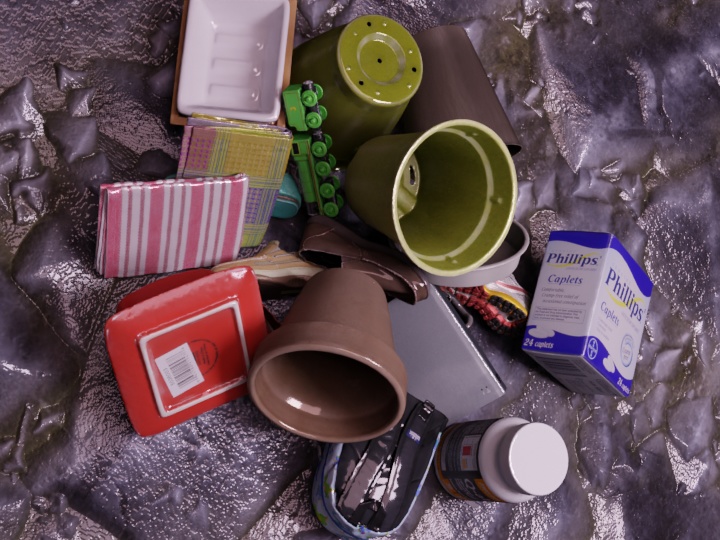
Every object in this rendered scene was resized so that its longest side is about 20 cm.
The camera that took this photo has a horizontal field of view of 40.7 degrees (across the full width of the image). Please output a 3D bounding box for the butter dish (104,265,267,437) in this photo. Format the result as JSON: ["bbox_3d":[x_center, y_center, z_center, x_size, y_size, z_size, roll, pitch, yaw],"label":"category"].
[{"bbox_3d":[-0.232,0.077,1.243,0.198,0.148,0.201,-23,129,-21],"label":"butter dish"}]

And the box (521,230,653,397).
[{"bbox_3d":[0.351,0.067,1.484,0.184,0.104,0.201,37,63,-46],"label":"box"}]

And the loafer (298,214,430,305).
[{"bbox_3d":[0.000,0.000,1.327,0.199,0.073,0.071,26,60,14],"label":"loafer"}]

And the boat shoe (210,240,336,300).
[{"bbox_3d":[-0.122,-0.004,1.352,0.199,0.072,0.077,0,65,-32],"label":"boat shoe"}]

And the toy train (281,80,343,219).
[{"bbox_3d":[-0.067,-0.161,1.331,0.042,0.056,0.201,-63,147,-59],"label":"toy train"}]

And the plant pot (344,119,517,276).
[{"bbox_3d":[0.077,-0.109,1.313,0.199,0.184,0.202,-8,106,-31],"label":"plant pot"}]

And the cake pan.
[{"bbox_3d":[0.139,-0.033,1.380,0.199,0.200,0.037,-17,122,-26],"label":"cake pan"}]

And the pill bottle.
[{"bbox_3d":[0.195,0.265,1.359,0.116,0.200,0.117,5,77,-22],"label":"pill bottle"}]

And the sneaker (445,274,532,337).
[{"bbox_3d":[0.181,0.017,1.483,0.200,0.078,0.082,40,39,-7],"label":"sneaker"}]

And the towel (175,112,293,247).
[{"bbox_3d":[-0.176,-0.115,1.290,0.143,0.201,0.023,3,40,-20],"label":"towel"}]

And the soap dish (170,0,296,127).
[{"bbox_3d":[-0.174,-0.284,1.347,0.156,0.081,0.202,5,78,-2],"label":"soap dish"}]

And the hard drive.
[{"bbox_3d":[0.097,0.122,1.390,0.201,0.139,0.033,56,21,-5],"label":"hard drive"}]

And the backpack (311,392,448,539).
[{"bbox_3d":[0.015,0.267,1.322,0.163,0.154,0.201,30,48,-21],"label":"backpack"}]

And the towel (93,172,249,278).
[{"bbox_3d":[-0.245,-0.062,1.269,0.199,0.147,0.030,-8,45,-27],"label":"towel"}]

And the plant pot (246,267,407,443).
[{"bbox_3d":[-0.034,0.096,1.252,0.199,0.200,0.175,27,43,-17],"label":"plant pot"}]

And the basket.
[{"bbox_3d":[0.135,-0.256,1.475,0.179,0.136,0.201,-13,81,-7],"label":"basket"}]

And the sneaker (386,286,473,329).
[{"bbox_3d":[0.088,0.027,1.424,0.199,0.082,0.077,34,68,-15],"label":"sneaker"}]

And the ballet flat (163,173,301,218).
[{"bbox_3d":[-0.179,-0.120,1.351,0.199,0.067,0.071,8,52,-23],"label":"ballet flat"}]

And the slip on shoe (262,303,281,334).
[{"bbox_3d":[-0.110,0.125,1.323,0.074,0.061,0.201,-38,104,-27],"label":"slip on shoe"}]

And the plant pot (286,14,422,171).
[{"bbox_3d":[-0.010,-0.265,1.376,0.199,0.193,0.202,5,78,-23],"label":"plant pot"}]
